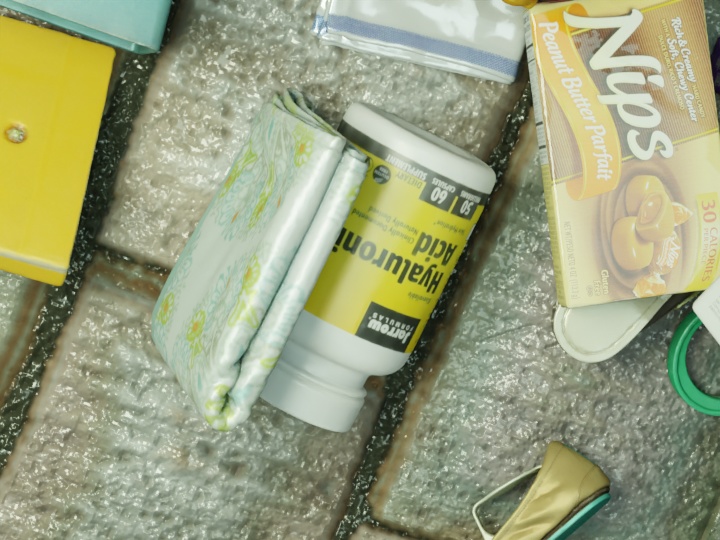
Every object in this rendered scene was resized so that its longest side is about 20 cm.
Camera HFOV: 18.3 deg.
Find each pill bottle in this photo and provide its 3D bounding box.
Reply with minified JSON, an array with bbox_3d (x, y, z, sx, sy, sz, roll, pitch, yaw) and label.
[{"bbox_3d":[0.000,0.000,1.479,0.111,0.111,0.201,24,98,-12],"label":"pill bottle"}]

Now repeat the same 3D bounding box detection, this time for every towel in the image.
[{"bbox_3d":[-0.069,-0.013,1.436,0.048,0.171,0.201,23,97,-18],"label":"towel"},{"bbox_3d":[0.060,-0.232,1.484,0.146,0.024,0.201,13,99,-11],"label":"towel"}]

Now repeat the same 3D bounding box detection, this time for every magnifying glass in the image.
[{"bbox_3d":[0.295,0.017,1.573,0.080,0.022,0.200,41,96,-13],"label":"magnifying glass"}]

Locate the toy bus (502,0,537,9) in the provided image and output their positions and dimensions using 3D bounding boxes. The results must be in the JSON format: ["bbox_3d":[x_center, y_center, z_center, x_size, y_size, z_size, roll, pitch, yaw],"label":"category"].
[{"bbox_3d":[0.159,-0.243,1.407,0.191,0.136,0.201,22,97,-5],"label":"toy bus"}]

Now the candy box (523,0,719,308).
[{"bbox_3d":[0.177,-0.082,1.474,0.115,0.055,0.201,-7,91,-2],"label":"candy box"}]

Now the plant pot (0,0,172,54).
[{"bbox_3d":[-0.167,-0.253,1.390,0.140,0.141,0.201,18,92,-12],"label":"plant pot"}]

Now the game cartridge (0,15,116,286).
[{"bbox_3d":[-0.266,-0.092,1.410,0.199,0.032,0.177,15,57,-10],"label":"game cartridge"}]

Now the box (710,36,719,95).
[{"bbox_3d":[0.341,-0.103,1.493,0.199,0.137,0.039,16,99,-11],"label":"box"}]

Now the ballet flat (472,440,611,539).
[{"bbox_3d":[0.089,0.201,1.568,0.200,0.069,0.063,-45,76,0],"label":"ballet flat"}]

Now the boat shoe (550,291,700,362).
[{"bbox_3d":[0.214,-0.012,1.534,0.200,0.060,0.072,-41,89,1],"label":"boat shoe"}]

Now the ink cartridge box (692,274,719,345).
[{"bbox_3d":[0.328,0.008,1.386,0.084,0.145,0.200,4,134,-50],"label":"ink cartridge box"}]
